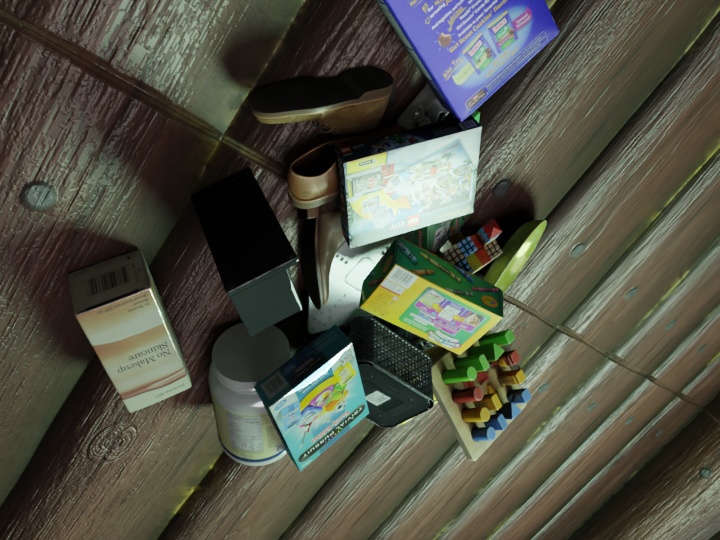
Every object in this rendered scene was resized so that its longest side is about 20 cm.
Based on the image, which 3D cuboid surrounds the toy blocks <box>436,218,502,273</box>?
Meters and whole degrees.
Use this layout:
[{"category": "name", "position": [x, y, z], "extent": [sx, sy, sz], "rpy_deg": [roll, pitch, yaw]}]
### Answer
[{"category": "toy blocks", "position": [0.162, -0.010, 0.981], "extent": [0.197, 0.102, 0.137], "rpy_deg": [-33, 172, -6]}]

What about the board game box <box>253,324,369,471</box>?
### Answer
[{"category": "board game box", "position": [-0.066, 0.201, 0.908], "extent": [0.149, 0.047, 0.204], "rpy_deg": [-35, 141, -20]}]

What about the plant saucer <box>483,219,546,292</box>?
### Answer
[{"category": "plant saucer", "position": [0.277, -0.014, 1.100], "extent": [0.200, 0.031, 0.202], "rpy_deg": [-47, 159, -23]}]

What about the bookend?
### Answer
[{"category": "bookend", "position": [-0.130, 0.011, 0.787], "extent": [0.090, 0.202, 0.202], "rpy_deg": [-24, 135, -9]}]

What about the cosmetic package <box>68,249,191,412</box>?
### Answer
[{"category": "cosmetic package", "position": [-0.313, 0.088, 0.816], "extent": [0.101, 0.088, 0.204], "rpy_deg": [-22, 135, -16]}]

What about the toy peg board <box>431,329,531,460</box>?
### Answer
[{"category": "toy peg board", "position": [0.257, 0.232, 1.174], "extent": [0.197, 0.204, 0.097], "rpy_deg": [-31, -176, -33]}]

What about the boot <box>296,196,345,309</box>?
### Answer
[{"category": "boot", "position": [0.006, -0.051, 0.887], "extent": [0.194, 0.064, 0.194], "rpy_deg": [-11, 106, -28]}]

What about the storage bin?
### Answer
[{"category": "storage bin", "position": [0.027, 0.186, 1.055], "extent": [0.134, 0.096, 0.198], "rpy_deg": [-33, 127, 32]}]

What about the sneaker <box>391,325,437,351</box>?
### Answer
[{"category": "sneaker", "position": [0.096, 0.121, 1.122], "extent": [0.195, 0.081, 0.075], "rpy_deg": [-26, 145, 19]}]

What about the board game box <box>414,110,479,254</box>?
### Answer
[{"category": "board game box", "position": [0.132, -0.129, 0.918], "extent": [0.134, 0.029, 0.204], "rpy_deg": [-43, 145, -32]}]

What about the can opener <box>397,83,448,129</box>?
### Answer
[{"category": "can opener", "position": [0.128, -0.264, 0.839], "extent": [0.201, 0.053, 0.066], "rpy_deg": [-50, 169, 16]}]

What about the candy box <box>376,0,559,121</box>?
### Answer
[{"category": "candy box", "position": [0.126, -0.325, 0.725], "extent": [0.168, 0.078, 0.201], "rpy_deg": [-39, 122, 6]}]

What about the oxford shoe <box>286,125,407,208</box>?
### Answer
[{"category": "oxford shoe", "position": [-0.010, -0.152, 0.798], "extent": [0.196, 0.072, 0.072], "rpy_deg": [-29, 156, -15]}]

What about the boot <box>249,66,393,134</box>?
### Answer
[{"category": "boot", "position": [-0.048, -0.203, 0.759], "extent": [0.194, 0.075, 0.077], "rpy_deg": [-15, 143, -24]}]

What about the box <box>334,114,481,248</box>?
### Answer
[{"category": "box", "position": [0.065, -0.119, 0.798], "extent": [0.193, 0.038, 0.140], "rpy_deg": [-17, 134, -13]}]

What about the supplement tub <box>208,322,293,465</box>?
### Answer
[{"category": "supplement tub", "position": [-0.171, 0.200, 0.959], "extent": [0.140, 0.146, 0.205], "rpy_deg": [-14, 133, -20]}]

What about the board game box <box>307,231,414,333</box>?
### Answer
[{"category": "board game box", "position": [0.000, 0.000, 0.987], "extent": [0.194, 0.026, 0.205], "rpy_deg": [-15, 132, -23]}]

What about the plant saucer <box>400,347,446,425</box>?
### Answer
[{"category": "plant saucer", "position": [0.119, 0.241, 1.250], "extent": [0.196, 0.049, 0.203], "rpy_deg": [-30, 136, -6]}]

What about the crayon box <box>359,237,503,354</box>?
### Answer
[{"category": "crayon box", "position": [0.109, 0.044, 0.914], "extent": [0.195, 0.060, 0.119], "rpy_deg": [25, 136, -15]}]

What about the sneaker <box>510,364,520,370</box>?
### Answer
[{"category": "sneaker", "position": [0.282, 0.241, 1.334], "extent": [0.198, 0.114, 0.082], "rpy_deg": [-28, 149, -53]}]
